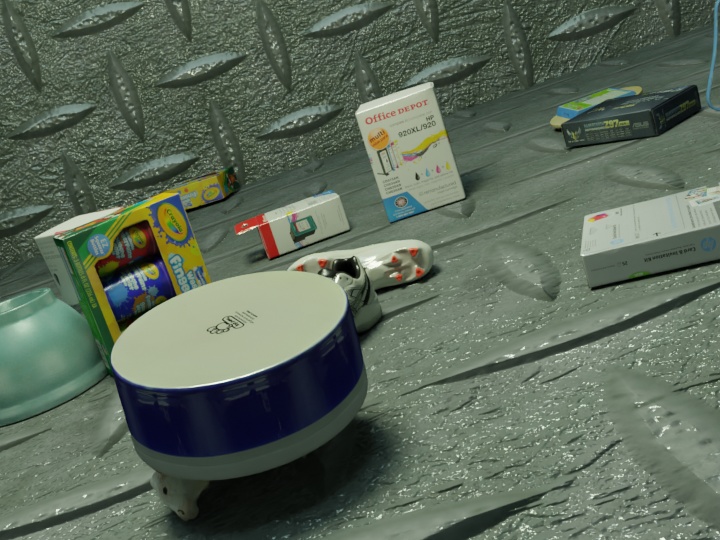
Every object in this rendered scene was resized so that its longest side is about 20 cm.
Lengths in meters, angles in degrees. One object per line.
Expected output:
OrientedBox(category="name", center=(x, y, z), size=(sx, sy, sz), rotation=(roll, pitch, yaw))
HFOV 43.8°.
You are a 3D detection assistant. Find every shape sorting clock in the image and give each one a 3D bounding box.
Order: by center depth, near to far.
OrientedBox(category="shape sorting clock", center=(0.496, -0.342, 1.887), size=(0.197, 0.040, 0.200), rotation=(-18, 15, 5))

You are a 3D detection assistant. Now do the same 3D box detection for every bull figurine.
OrientedBox(category="bull figurine", center=(-0.101, 0.135, 0.781), size=(0.120, 0.066, 0.200), rotation=(-7, 22, 16))

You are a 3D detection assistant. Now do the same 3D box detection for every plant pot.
OrientedBox(category="plant pot", center=(-0.456, 0.106, 1.227), size=(0.197, 0.136, 0.201), rotation=(-17, 14, 4))

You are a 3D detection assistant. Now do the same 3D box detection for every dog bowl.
OrientedBox(category="dog bowl", center=(-0.097, 0.077, 0.727), size=(0.197, 0.080, 0.201), rotation=(-10, 22, 4))

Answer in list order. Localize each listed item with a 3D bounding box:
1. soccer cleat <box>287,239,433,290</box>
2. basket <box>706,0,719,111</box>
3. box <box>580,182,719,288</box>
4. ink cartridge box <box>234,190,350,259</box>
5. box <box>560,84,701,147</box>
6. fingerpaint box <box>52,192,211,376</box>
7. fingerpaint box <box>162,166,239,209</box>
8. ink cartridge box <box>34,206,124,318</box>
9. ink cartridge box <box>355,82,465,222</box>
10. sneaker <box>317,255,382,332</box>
OrientedBox(category="soccer cleat", center=(0.000, 0.000, 1.183), size=(0.197, 0.070, 0.078), rotation=(-10, 10, 7))
OrientedBox(category="basket", center=(0.646, -0.335, 1.389), size=(0.197, 0.179, 0.139), rotation=(3, 17, 8))
OrientedBox(category="box", center=(0.335, -0.045, 0.945), size=(0.197, 0.042, 0.156), rotation=(-13, 14, 19))
OrientedBox(category="ink cartridge box", center=(-0.128, -0.080, 1.649), size=(0.197, 0.068, 0.116), rotation=(-20, 13, -5))
OrientedBox(category="box", center=(0.490, -0.280, 1.630), size=(0.157, 0.052, 0.199), rotation=(-30, 17, -34))
OrientedBox(category="fingerpaint box", center=(-0.291, 0.019, 1.201), size=(0.165, 0.203, 0.073), rotation=(-24, 16, -26))
OrientedBox(category="fingerpaint box", center=(-0.492, -0.245, 2.740), size=(0.197, 0.074, 0.167), rotation=(-16, 14, 14))
OrientedBox(category="ink cartridge box", center=(-0.366, 0.021, 1.296), size=(0.145, 0.202, 0.083), rotation=(-5, 22, 45))
OrientedBox(category="ink cartridge box", center=(0.089, -0.215, 1.595), size=(0.145, 0.203, 0.145), rotation=(-17, 13, 7))
OrientedBox(category="sneaker", center=(-0.040, 0.047, 0.995), size=(0.075, 0.089, 0.200), rotation=(-11, 17, 22))
